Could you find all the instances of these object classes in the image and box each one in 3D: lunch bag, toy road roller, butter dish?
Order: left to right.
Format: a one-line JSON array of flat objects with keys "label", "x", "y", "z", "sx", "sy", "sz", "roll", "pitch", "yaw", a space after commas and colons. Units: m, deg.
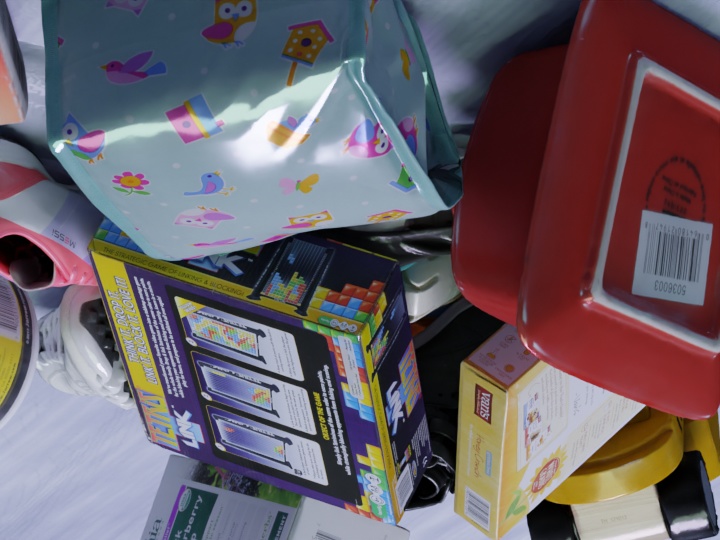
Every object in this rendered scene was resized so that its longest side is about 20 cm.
[{"label": "lunch bag", "x": -0.049, "y": -0.077, "z": 1.494, "sx": 0.169, "sy": 0.123, "sz": 0.200, "roll": -13, "pitch": 151, "yaw": 12}, {"label": "butter dish", "x": 0.113, "y": -0.037, "z": 1.608, "sx": 0.147, "sy": 0.201, "sz": 0.200, "roll": 5, "pitch": 169, "yaw": 39}, {"label": "toy road roller", "x": 0.160, "y": 0.089, "z": 1.953, "sx": 0.122, "sy": 0.200, "sz": 0.147, "roll": -13, "pitch": 115, "yaw": 11}]

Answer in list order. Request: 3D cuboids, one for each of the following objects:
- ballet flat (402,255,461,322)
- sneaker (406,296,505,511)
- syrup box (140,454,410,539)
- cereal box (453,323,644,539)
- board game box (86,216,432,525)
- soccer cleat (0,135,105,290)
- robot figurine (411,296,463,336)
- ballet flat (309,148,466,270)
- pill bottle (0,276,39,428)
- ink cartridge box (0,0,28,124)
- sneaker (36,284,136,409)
[{"label": "ballet flat", "x": 0.000, "y": 0.000, "z": 1.735, "sx": 0.199, "sy": 0.072, "sz": 0.068, "roll": -1, "pitch": 123, "yaw": -11}, {"label": "sneaker", "x": 0.063, "y": 0.077, "z": 1.779, "sx": 0.199, "sy": 0.099, "sz": 0.071, "roll": -28, "pitch": 138, "yaw": 10}, {"label": "syrup box", "x": -0.059, "y": 0.170, "z": 1.836, "sx": 0.081, "sy": 0.079, "sz": 0.200, "roll": 24, "pitch": 172, "yaw": -28}, {"label": "cereal box", "x": 0.133, "y": 0.050, "z": 1.756, "sx": 0.200, "sy": 0.039, "sz": 0.144, "roll": -40, "pitch": 149, "yaw": -30}, {"label": "board game box", "x": -0.052, "y": 0.047, "z": 1.667, "sx": 0.165, "sy": 0.057, "sz": 0.200, "roll": 19, "pitch": 150, "yaw": 19}, {"label": "soccer cleat", "x": -0.164, "y": -0.015, "z": 1.659, "sx": 0.068, "sy": 0.074, "sz": 0.200, "roll": -21, "pitch": 155, "yaw": 27}, {"label": "robot figurine", "x": 0.010, "y": 0.032, "z": 1.841, "sx": 0.199, "sy": 0.058, "sz": 0.145, "roll": 1, "pitch": 151, "yaw": -20}, {"label": "ballet flat", "x": 0.035, "y": -0.036, "z": 1.688, "sx": 0.199, "sy": 0.068, "sz": 0.069, "roll": -7, "pitch": 117, "yaw": -17}, {"label": "pill bottle", "x": -0.281, "y": 0.027, "z": 1.674, "sx": 0.112, "sy": 0.113, "sz": 0.200, "roll": -22, "pitch": 153, "yaw": 31}, {"label": "ink cartridge box", "x": -0.269, "y": -0.110, "z": 1.439, "sx": 0.199, "sy": 0.050, "sz": 0.162, "roll": -10, "pitch": 157, "yaw": -1}, {"label": "sneaker", "x": -0.161, "y": 0.046, "z": 1.794, "sx": 0.081, "sy": 0.076, "sz": 0.200, "roll": 6, "pitch": 168, "yaw": 6}]
